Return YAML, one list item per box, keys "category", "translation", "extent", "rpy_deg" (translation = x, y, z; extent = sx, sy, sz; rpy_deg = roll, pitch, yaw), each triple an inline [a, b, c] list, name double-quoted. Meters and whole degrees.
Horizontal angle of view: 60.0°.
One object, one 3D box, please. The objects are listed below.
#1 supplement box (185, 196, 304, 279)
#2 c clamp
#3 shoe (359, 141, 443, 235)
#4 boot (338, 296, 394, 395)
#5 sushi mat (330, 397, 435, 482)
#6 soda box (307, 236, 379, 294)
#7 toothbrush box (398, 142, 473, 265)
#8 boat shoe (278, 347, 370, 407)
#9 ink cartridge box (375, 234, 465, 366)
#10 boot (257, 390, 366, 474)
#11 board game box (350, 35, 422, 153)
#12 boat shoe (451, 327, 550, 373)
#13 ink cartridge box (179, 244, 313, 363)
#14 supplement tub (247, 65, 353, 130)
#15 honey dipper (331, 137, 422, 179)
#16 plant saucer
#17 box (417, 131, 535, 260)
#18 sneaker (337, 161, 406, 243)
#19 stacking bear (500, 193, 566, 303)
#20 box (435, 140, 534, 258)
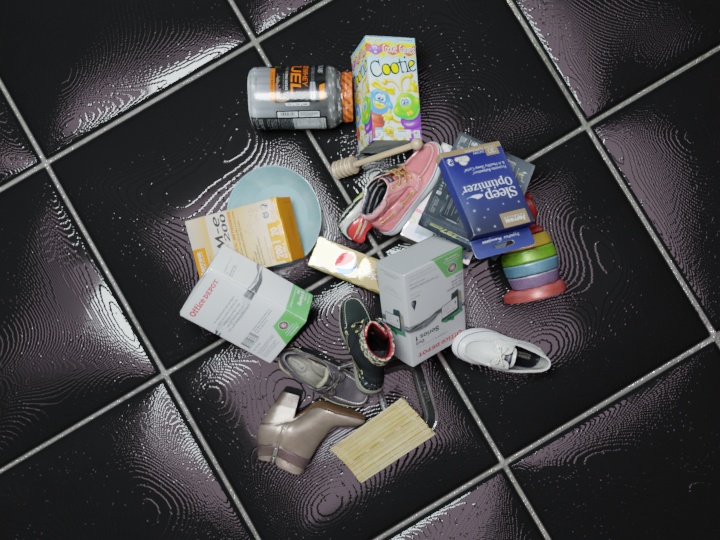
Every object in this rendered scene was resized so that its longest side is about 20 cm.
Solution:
- category: "supplement box"
  translation: [-0.223, -0.060, 1.205]
  extent: [0.200, 0.074, 0.126]
  rpy_deg: [-13, 94, 18]
- category: "c clamp"
  translation: [0.065, 0.251, 1.235]
  extent: [0.171, 0.027, 0.200]
  rpy_deg: [-21, 88, -19]
- category: "shoe"
  translation: [0.078, -0.165, 1.168]
  extent: [0.071, 0.091, 0.200]
  rpy_deg: [36, 96, 40]
- category: "boot"
  translation: [0.013, 0.113, 1.164]
  extent: [0.073, 0.154, 0.204]
  rpy_deg: [-7, 60, -13]
- category: "sushi mat"
  translation: [0.041, 0.331, 1.209]
  extent: [0.200, 0.012, 0.096]
  rpy_deg: [-40, 90, 22]
- category: "soda box"
  translation: [0.000, 0.000, 1.237]
  extent: [0.200, 0.068, 0.064]
  rpy_deg: [21, 87, 1]
- category: "toothbrush box"
  translation: [0.182, -0.127, 1.234]
  extent: [0.145, 0.086, 0.200]
  rpy_deg: [25, 89, 2]
- category: "boat shoe"
  translation: [-0.071, 0.213, 1.227]
  extent: [0.200, 0.065, 0.072]
  rpy_deg: [30, 84, -1]
- category: "ink cartridge box"
  translation: [0.117, 0.056, 1.159]
  extent: [0.146, 0.084, 0.200]
  rpy_deg: [-25, 122, -28]
- category: "boot"
  translation: [-0.102, 0.326, 1.221]
  extent: [0.200, 0.070, 0.146]
  rpy_deg: [15, 85, 11]
- category: "board game box"
  translation: [0.049, -0.340, 1.224]
  extent: [0.103, 0.105, 0.200]
  rpy_deg: [-3, 86, -17]
- category: "boat shoe"
  translation: [0.274, 0.162, 1.198]
  extent: [0.200, 0.066, 0.072]
  rpy_deg: [17, 96, -21]
- category: "ink cartridge box"
  translation: [-0.213, 0.064, 1.170]
  extent: [0.200, 0.084, 0.146]
  rpy_deg: [31, 126, -15]
- category: "supplement tub"
  translation: [-0.115, -0.339, 1.227]
  extent: [0.200, 0.123, 0.123]
  rpy_deg: [-2, 87, 0]
- category: "honey dipper"
  translation: [0.031, -0.221, 1.210]
  extent: [0.200, 0.038, 0.038]
  rpy_deg: [-13, 87, 35]
- category: "plant saucer"
  translation: [-0.167, -0.107, 1.243]
  extent: [0.201, 0.039, 0.201]
  rpy_deg: [2, 98, 15]
- category: "box"
  translation: [0.213, -0.138, 1.136]
  extent: [0.158, 0.051, 0.200]
  rpy_deg: [24, 66, 2]
- category: "sneaker"
  translation: [0.043, -0.137, 1.253]
  extent: [0.200, 0.077, 0.085]
  rpy_deg: [-45, 108, -1]
- category: "stacking bear"
  translation: [0.319, -0.046, 1.209]
  extent: [0.121, 0.114, 0.200]
  rpy_deg: [-16, 91, 0]
- category: "box"
  translation: [0.223, -0.126, 1.089]
  extent: [0.121, 0.032, 0.200]
  rpy_deg: [-14, 73, -15]
